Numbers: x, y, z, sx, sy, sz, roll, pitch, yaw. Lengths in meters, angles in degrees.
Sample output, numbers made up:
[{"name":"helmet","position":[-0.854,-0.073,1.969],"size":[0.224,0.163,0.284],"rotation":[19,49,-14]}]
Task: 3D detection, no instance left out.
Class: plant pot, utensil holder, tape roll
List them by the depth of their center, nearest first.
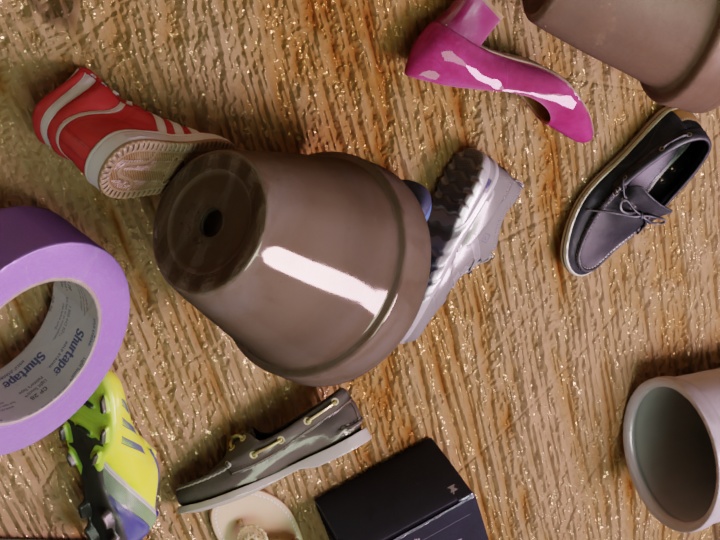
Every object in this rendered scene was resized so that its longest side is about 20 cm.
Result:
[{"name":"tape roll","position":[-0.284,0.051,1.191],"size":[0.200,0.066,0.201],"rotation":[-37,145,-31]},{"name":"plant pot","position":[-0.069,-0.018,1.196],"size":[0.200,0.200,0.173],"rotation":[-52,145,10]},{"name":"plant pot","position":[0.239,-0.251,1.263],"size":[0.174,0.200,0.201],"rotation":[12,115,-13]},{"name":"utensil holder","position":[0.423,0.187,1.636],"size":[0.199,0.170,0.171],"rotation":[-9,124,-25]}]

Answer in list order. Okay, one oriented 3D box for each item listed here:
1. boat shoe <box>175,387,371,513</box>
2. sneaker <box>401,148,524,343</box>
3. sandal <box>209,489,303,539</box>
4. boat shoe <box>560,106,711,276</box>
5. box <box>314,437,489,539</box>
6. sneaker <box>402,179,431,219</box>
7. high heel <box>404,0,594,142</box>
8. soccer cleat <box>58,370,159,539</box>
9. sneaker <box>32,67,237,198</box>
[{"name":"boat shoe","position":[-0.091,0.177,1.426],"size":[0.201,0.072,0.061],"rotation":[-23,88,2]},{"name":"sneaker","position":[0.091,-0.012,1.389],"size":[0.082,0.075,0.200],"rotation":[20,108,-34]},{"name":"sandal","position":[-0.080,0.307,1.508],"size":[0.077,0.070,0.212],"rotation":[-32,129,-6]},{"name":"boat shoe","position":[0.272,-0.072,1.458],"size":[0.074,0.062,0.200],"rotation":[29,105,-40]},{"name":"box","position":[0.057,0.302,1.556],"size":[0.148,0.104,0.201],"rotation":[-26,128,-11]},{"name":"sneaker","position":[0.000,0.000,1.356],"size":[0.082,0.074,0.200],"rotation":[30,110,-40]},{"name":"high heel","position":[0.127,-0.156,1.316],"size":[0.096,0.067,0.200],"rotation":[-51,125,-3]},{"name":"soccer cleat","position":[-0.226,0.166,1.359],"size":[0.084,0.065,0.201],"rotation":[-35,132,-44]},{"name":"sneaker","position":[-0.183,-0.107,1.200],"size":[0.071,0.112,0.200],"rotation":[-58,157,13]}]
